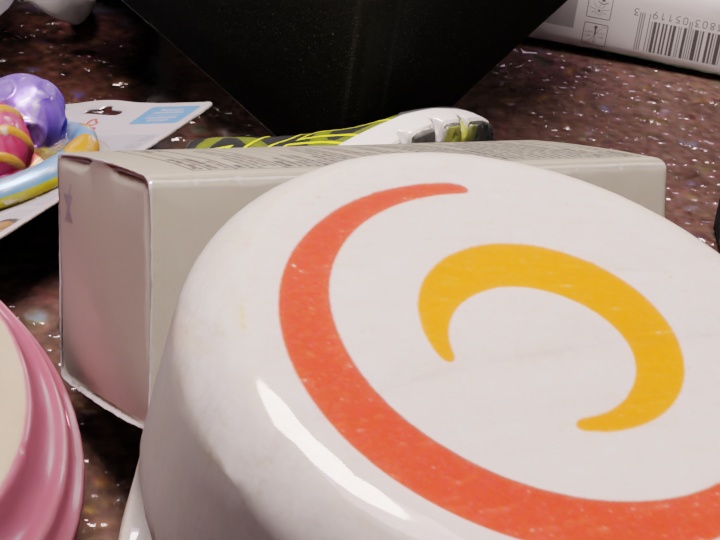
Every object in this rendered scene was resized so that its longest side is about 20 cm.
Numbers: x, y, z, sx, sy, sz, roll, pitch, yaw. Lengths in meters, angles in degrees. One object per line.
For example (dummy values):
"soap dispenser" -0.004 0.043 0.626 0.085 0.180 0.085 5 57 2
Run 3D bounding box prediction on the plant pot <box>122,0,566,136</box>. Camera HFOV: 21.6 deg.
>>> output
"plant pot" 0.001 -0.195 0.837 0.199 0.177 0.200 42 67 11

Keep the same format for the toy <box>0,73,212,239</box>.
"toy" -0.167 -0.045 0.773 0.115 0.047 0.200 3 31 35

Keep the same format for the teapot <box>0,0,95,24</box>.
"teapot" -0.216 -0.166 0.880 0.146 0.197 0.200 37 54 13

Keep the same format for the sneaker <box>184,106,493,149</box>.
"sneaker" -0.030 -0.034 0.785 0.200 0.075 0.085 -21 41 -36

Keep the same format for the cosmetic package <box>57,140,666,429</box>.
"cosmetic package" 0.000 0.000 0.683 0.200 0.087 0.103 -3 10 -24

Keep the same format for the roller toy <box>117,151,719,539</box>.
"roller toy" 0.029 0.068 0.523 0.182 0.140 0.200 28 39 12

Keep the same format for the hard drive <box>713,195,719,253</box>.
"hard drive" 0.230 0.025 0.775 0.140 0.038 0.200 5 33 -2

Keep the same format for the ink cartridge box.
"ink cartridge box" 0.155 -0.178 1.075 0.161 0.050 0.200 12 28 9

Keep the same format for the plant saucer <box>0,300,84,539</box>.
"plant saucer" -0.184 0.049 0.599 0.200 0.051 0.201 12 45 -12
